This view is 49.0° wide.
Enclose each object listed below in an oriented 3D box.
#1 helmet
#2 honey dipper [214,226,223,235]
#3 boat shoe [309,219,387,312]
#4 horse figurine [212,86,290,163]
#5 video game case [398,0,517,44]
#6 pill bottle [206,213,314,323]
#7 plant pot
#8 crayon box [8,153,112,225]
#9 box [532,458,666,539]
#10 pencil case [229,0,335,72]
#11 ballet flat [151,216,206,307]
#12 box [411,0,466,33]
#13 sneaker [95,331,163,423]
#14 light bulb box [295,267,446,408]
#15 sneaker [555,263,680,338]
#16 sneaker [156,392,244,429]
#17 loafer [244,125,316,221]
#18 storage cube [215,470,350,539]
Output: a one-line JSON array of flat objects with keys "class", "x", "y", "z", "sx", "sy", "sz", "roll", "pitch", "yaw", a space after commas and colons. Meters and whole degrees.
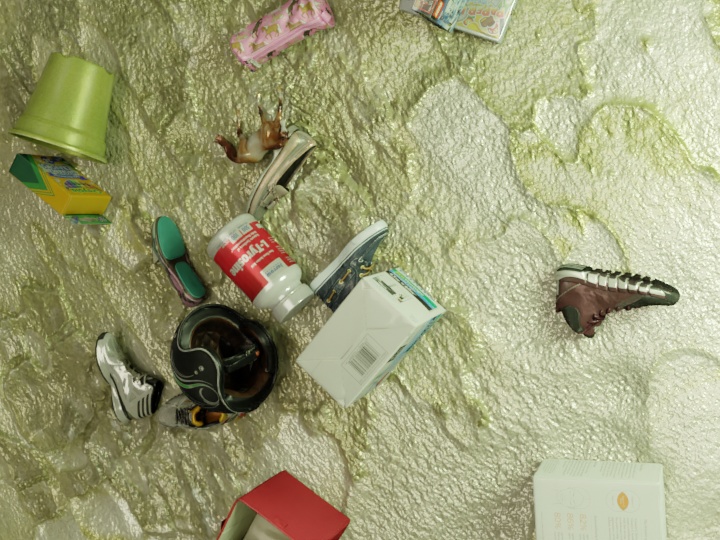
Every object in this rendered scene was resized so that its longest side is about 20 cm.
[{"class": "helmet", "x": -0.271, "y": 0.170, "z": 1.517, "sx": 0.190, "sy": 0.200, "sz": 0.201, "roll": 18, "pitch": 102, "yaw": 41}, {"class": "honey dipper", "x": -0.207, "y": -0.013, "z": 1.560, "sx": 0.200, "sy": 0.038, "sz": 0.038, "roll": 40, "pitch": 107, "yaw": 12}, {"class": "boat shoe", "x": 0.000, "y": 0.000, "z": 1.459, "sx": 0.091, "sy": 0.071, "sz": 0.200, "roll": 50, "pitch": 116, "yaw": 10}, {"class": "horse figurine", "x": -0.198, "y": -0.258, "z": 1.497, "sx": 0.200, "sy": 0.050, "sz": 0.133, "roll": -26, "pitch": 66, "yaw": 38}, {"class": "video game case", "x": 0.185, "y": -0.510, "z": 1.363, "sx": 0.200, "sy": 0.023, "sz": 0.182, "roll": 25, "pitch": 103, "yaw": 19}, {"class": "pill bottle", "x": -0.185, "y": -0.001, "z": 1.483, "sx": 0.200, "sy": 0.112, "sz": 0.112, "roll": 47, "pitch": 109, "yaw": 7}, {"class": "plant pot", "x": -0.595, "y": -0.337, "z": 1.624, "sx": 0.200, "sy": 0.200, "sz": 0.185, "roll": 16, "pitch": 88, "yaw": 20}, {"class": "crayon box", "x": -0.622, "y": -0.172, "z": 1.667, "sx": 0.200, "sy": 0.126, "sz": 0.052, "roll": 37, "pitch": 106, "yaw": 15}, {"class": "box", "x": 0.396, "y": 0.402, "z": 1.303, "sx": 0.199, "sy": 0.106, "sz": 0.153, "roll": -3, "pitch": 93, "yaw": 23}, {"class": "pencil case", "x": -0.144, "y": -0.448, "z": 1.472, "sx": 0.200, "sy": 0.083, "sz": 0.087, "roll": -24, "pitch": 84, "yaw": 21}, {"class": "ballet flat", "x": -0.384, "y": -0.012, "z": 1.621, "sx": 0.071, "sy": 0.069, "sz": 0.200, "roll": -35, "pitch": 81, "yaw": 41}, {"class": "box", "x": 0.160, "y": -0.500, "z": 1.288, "sx": 0.040, "sy": 0.137, "sz": 0.200, "roll": 30, "pitch": 104, "yaw": 15}, {"class": "sneaker", "x": -0.481, "y": 0.217, "z": 1.679, "sx": 0.115, "sy": 0.076, "sz": 0.201, "roll": -15, "pitch": 96, "yaw": 14}, {"class": "light bulb box", "x": 0.023, "y": 0.111, "z": 1.383, "sx": 0.125, "sy": 0.200, "sz": 0.198, "roll": 43, "pitch": 108, "yaw": 12}, {"class": "sneaker", "x": 0.413, "y": 0.061, "z": 1.295, "sx": 0.200, "sy": 0.076, "sz": 0.116, "roll": 13, "pitch": 104, "yaw": 32}, {"class": "sneaker", "x": -0.336, "y": 0.286, "z": 1.609, "sx": 0.199, "sy": 0.082, "sz": 0.078, "roll": -13, "pitch": 89, "yaw": 23}, {"class": "loafer", "x": -0.153, "y": -0.176, "z": 1.507, "sx": 0.063, "sy": 0.072, "sz": 0.200, "roll": 31, "pitch": 102, "yaw": 10}, {"class": "storage cube", "x": -0.157, "y": 0.517, "z": 1.501, "sx": 0.200, "sy": 0.180, "sz": 0.171, "roll": 32, "pitch": 105, "yaw": 18}]
